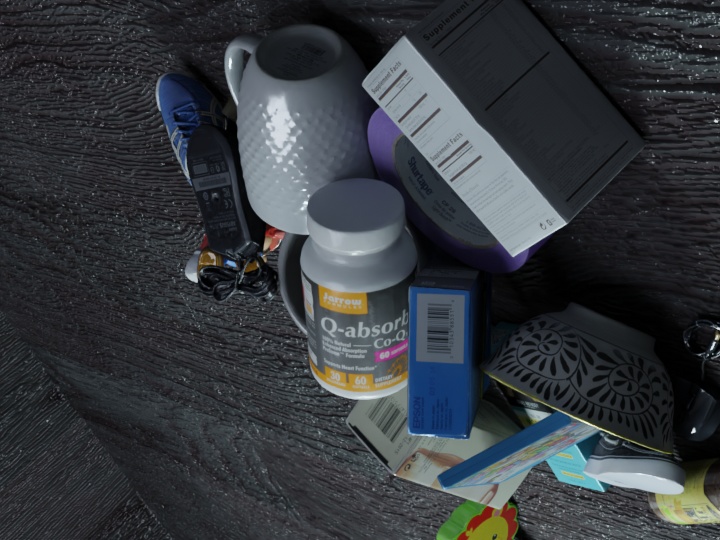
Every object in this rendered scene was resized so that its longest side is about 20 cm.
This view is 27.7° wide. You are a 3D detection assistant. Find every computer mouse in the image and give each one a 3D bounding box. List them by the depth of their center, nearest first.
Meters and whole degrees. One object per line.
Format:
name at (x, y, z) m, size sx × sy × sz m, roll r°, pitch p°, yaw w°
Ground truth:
computer mouse at (0.315, 0.106, 1.363) m, size 0.059 × 0.034 × 0.200 m, roll 36°, pitch 154°, yaw 27°
computer mouse at (-0.140, -0.067, 1.616) m, size 0.138 × 0.053 × 0.201 m, roll 1°, pitch 106°, yaw 49°

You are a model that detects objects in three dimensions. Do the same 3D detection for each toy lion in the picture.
toy lion at (0.145, 0.392, 1.925) m, size 0.069 × 0.200 × 0.192 m, roll 29°, pitch 170°, yaw 40°

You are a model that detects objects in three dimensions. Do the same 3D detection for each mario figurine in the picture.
mario figurine at (-0.136, -0.021, 1.777) m, size 0.123 × 0.106 × 0.200 m, roll 26°, pitch -159°, yaw -2°

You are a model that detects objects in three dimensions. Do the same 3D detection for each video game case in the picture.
video game case at (0.169, 0.179, 1.466) m, size 0.018 × 0.143 × 0.200 m, roll 64°, pitch -164°, yaw 15°

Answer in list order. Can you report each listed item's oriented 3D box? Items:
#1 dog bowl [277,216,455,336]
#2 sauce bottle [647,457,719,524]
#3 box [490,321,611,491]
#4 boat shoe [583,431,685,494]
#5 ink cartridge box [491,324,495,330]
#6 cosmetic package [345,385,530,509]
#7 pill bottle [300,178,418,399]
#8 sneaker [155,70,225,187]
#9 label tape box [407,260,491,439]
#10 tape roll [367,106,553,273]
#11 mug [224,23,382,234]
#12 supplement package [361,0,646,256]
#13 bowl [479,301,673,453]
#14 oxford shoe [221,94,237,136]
dog bowl at (0.000, 0.000, 1.564) m, size 0.200 × 0.200 × 0.059 m, roll 41°, pitch -161°, yaw 14°
sauce bottle at (0.356, 0.214, 1.426) m, size 0.065 × 0.065 × 0.200 m, roll 49°, pitch 158°, yaw -5°
box at (0.210, 0.149, 1.593) m, size 0.082 × 0.049 × 0.200 m, roll 4°, pitch 133°, yaw 58°
boat shoe at (0.282, 0.185, 1.480) m, size 0.071 × 0.068 × 0.200 m, roll 18°, pitch 172°, yaw -3°
ink cartridge box at (0.053, 0.072, 1.697) m, size 0.146 × 0.084 × 0.200 m, roll 46°, pitch 157°, yaw 3°
cosmetic package at (0.092, 0.181, 1.584) m, size 0.200 × 0.087 × 0.103 m, roll 25°, pitch -168°, yaw -45°
pill bottle at (0.000, 0.018, 1.433) m, size 0.116 × 0.116 × 0.201 m, roll 29°, pitch 137°, yaw 36°
sneaker at (-0.182, -0.151, 1.705) m, size 0.201 × 0.075 × 0.077 m, roll 61°, pitch 179°, yaw 11°
label tape box at (0.089, 0.069, 1.440) m, size 0.063 × 0.200 × 0.145 m, roll 2°, pitch 100°, yaw 10°
tape roll at (0.100, -0.094, 1.374) m, size 0.200 × 0.066 × 0.200 m, roll 37°, pitch 155°, yaw 20°
mug at (-0.068, -0.162, 1.460) m, size 0.200 × 0.147 × 0.176 m, roll 39°, pitch 151°, yaw 33°
supplement package at (0.118, -0.132, 1.220) m, size 0.200 × 0.114 × 0.110 m, roll 49°, pitch 156°, yaw -2°
bowl at (0.221, 0.090, 1.381) m, size 0.200 × 0.095 × 0.201 m, roll 23°, pitch -176°, yaw -2°
oxford shoe at (-0.125, -0.139, 1.677) m, size 0.070 × 0.075 × 0.200 m, roll 33°, pitch 153°, yaw 30°
